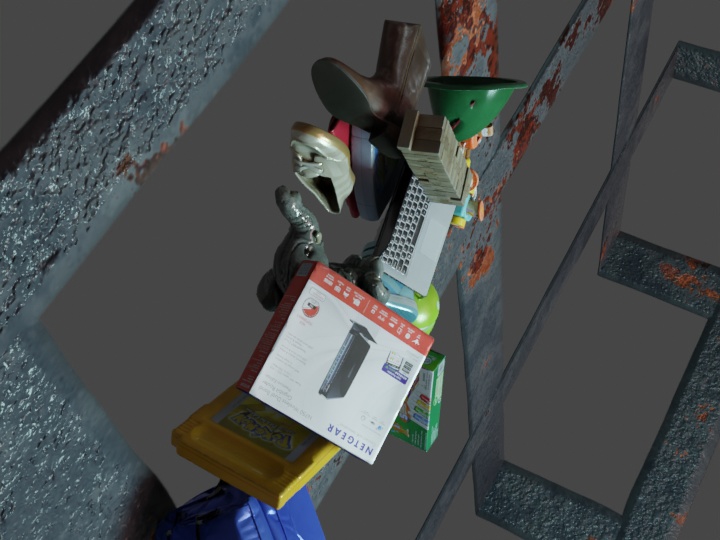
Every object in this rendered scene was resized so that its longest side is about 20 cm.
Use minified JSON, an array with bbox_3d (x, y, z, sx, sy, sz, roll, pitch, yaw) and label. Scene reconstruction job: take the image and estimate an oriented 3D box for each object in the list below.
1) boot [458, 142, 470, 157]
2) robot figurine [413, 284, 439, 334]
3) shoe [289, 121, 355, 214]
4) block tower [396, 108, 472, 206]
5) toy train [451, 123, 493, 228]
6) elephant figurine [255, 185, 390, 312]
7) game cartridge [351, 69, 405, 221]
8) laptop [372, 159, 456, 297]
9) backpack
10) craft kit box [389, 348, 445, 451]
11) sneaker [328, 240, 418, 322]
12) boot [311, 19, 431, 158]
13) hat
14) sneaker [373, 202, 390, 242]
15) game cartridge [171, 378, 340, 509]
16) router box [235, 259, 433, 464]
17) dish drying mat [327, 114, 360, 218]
[{"bbox_3d":[0.148,-0.161,1.778,0.155,0.073,0.202,-60,170,-47],"label":"boot"},{"bbox_3d":[0.058,0.083,1.694,0.114,0.177,0.201,1,135,-26],"label":"robot figurine"},{"bbox_3d":[-0.047,-0.130,1.332,0.200,0.069,0.054,54,53,-68],"label":"shoe"},{"bbox_3d":[0.104,-0.146,1.388,0.200,0.057,0.055,45,56,-65],"label":"block tower"},{"bbox_3d":[0.187,-0.161,1.695,0.151,0.055,0.202,-56,152,-38],"label":"toy train"},{"bbox_3d":[-0.069,0.011,1.363,0.141,0.157,0.199,-33,143,29],"label":"elephant figurine"},{"bbox_3d":[0.026,-0.176,1.478,0.202,0.040,0.134,85,29,-44],"label":"game cartridge"},{"bbox_3d":[0.096,-0.082,1.504,0.199,0.115,0.190,31,74,-38],"label":"laptop"},{"bbox_3d":[-0.170,0.349,1.338,0.167,0.198,0.165,6,62,-63],"label":"backpack"},{"bbox_3d":[0.036,0.175,1.655,0.049,0.196,0.202,-45,149,-37],"label":"craft kit box"},{"bbox_3d":[0.000,0.000,1.562,0.199,0.079,0.132,24,51,-37],"label":"sneaker"},{"bbox_3d":[0.022,-0.276,1.367,0.186,0.064,0.202,44,50,-37],"label":"boot"},{"bbox_3d":[0.157,-0.203,1.591,0.164,0.198,0.179,-15,111,-46],"label":"hat"},{"bbox_3d":[0.087,-0.102,1.657,0.075,0.081,0.203,13,93,-69],"label":"sneaker"},{"bbox_3d":[-0.121,0.208,1.336,0.200,0.175,0.033,-35,143,-55],"label":"game cartridge"},{"bbox_3d":[-0.028,0.115,1.291,0.199,0.049,0.181,33,77,-25],"label":"router box"},{"bbox_3d":[-0.013,-0.160,1.458,0.077,0.018,0.201,-62,157,-25],"label":"dish drying mat"}]
